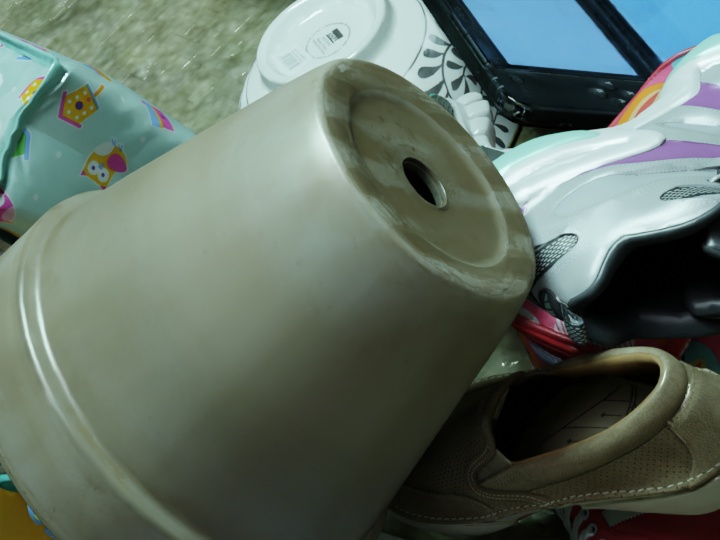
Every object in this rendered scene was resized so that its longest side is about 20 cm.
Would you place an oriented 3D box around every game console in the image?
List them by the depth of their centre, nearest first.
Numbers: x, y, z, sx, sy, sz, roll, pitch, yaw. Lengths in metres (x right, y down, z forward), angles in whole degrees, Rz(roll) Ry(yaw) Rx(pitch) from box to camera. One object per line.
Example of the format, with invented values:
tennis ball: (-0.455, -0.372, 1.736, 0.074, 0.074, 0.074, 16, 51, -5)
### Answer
game console: (0.140, -0.176, 0.886, 0.174, 0.117, 0.201, 2, 35, -22)

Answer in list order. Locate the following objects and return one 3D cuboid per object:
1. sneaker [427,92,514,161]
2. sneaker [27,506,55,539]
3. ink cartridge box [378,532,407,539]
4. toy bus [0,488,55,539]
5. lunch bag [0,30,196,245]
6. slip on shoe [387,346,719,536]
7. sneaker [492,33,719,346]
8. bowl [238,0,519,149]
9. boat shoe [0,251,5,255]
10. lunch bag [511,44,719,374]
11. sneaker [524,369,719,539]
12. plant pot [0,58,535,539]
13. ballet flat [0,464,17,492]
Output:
sneaker: (0.029, -0.047, 0.782, 0.200, 0.090, 0.078, -113, 39, -69)
sneaker: (-0.094, 0.082, 0.847, 0.199, 0.071, 0.083, -38, 29, -7)
ink cartridge box: (-0.047, 0.168, 0.661, 0.197, 0.044, 0.199, -19, 13, -31)
toy bus: (-0.170, 0.086, 0.887, 0.078, 0.065, 0.200, 23, 66, 46)
lunch bag: (-0.207, -0.076, 0.976, 0.199, 0.170, 0.123, 23, 85, 44)
slip on shoe: (0.069, 0.069, 0.645, 0.199, 0.060, 0.077, -7, 53, 48)
sneaker: (0.156, -0.026, 0.635, 0.199, 0.078, 0.140, -30, 37, -8)
bowl: (-0.006, -0.115, 0.948, 0.199, 0.095, 0.202, -18, 42, 18)
boat shoe: (-0.249, 0.043, 0.979, 0.198, 0.066, 0.073, -19, 65, 22)
lunch bag: (0.182, -0.008, 0.739, 0.175, 0.082, 0.201, 24, 68, 40)
sneaker: (0.108, 0.124, 0.664, 0.112, 0.072, 0.199, -44, 44, -16)
plant pot: (-0.027, 0.016, 0.618, 0.173, 0.199, 0.201, -41, 35, 28)
ballet flat: (-0.088, 0.079, 0.759, 0.197, 0.067, 0.071, 3, 74, 9)
